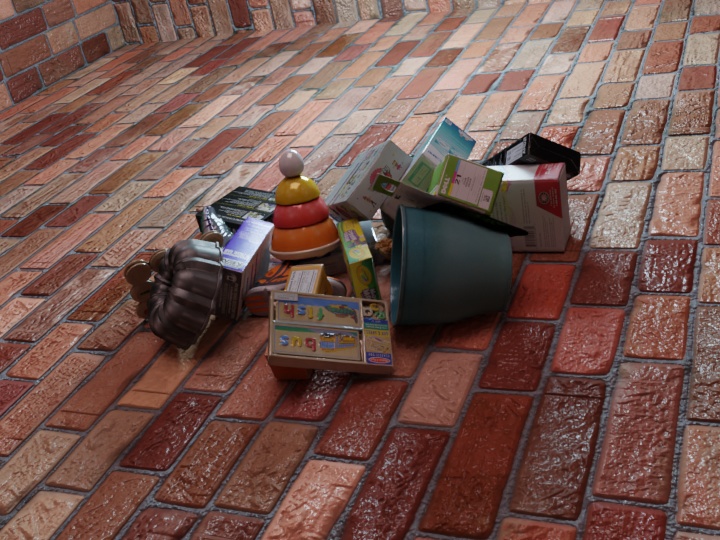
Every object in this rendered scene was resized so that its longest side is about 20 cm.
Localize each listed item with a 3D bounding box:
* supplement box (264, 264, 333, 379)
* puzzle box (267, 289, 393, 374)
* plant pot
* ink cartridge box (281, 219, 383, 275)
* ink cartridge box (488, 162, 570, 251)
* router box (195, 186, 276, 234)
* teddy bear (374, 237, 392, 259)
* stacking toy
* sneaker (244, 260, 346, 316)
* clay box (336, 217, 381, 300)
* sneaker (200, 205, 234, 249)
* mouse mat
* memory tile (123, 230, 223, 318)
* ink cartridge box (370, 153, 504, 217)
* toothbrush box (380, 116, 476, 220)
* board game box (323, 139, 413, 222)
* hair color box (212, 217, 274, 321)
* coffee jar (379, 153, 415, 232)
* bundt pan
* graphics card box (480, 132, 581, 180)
[{"bbox_3d":[-0.100,0.083,1.473,0.068,0.067,0.201,-2,45,19],"label":"supplement box"},{"bbox_3d":[-0.049,0.098,1.401,0.197,0.026,0.134,6,49,-12],"label":"puzzle box"},{"bbox_3d":[0.150,-0.005,1.463,0.185,0.203,0.201,2,28,-3],"label":"plant pot"},{"bbox_3d":[-0.065,-0.052,1.786,0.195,0.048,0.200,-15,26,-1],"label":"ink cartridge box"},{"bbox_3d":[0.283,-0.117,1.647,0.197,0.147,0.083,1,30,23],"label":"ink cartridge box"},{"bbox_3d":[-0.253,-0.126,1.987,0.198,0.052,0.149,13,39,40],"label":"router box"},{"bbox_3d":[0.125,-0.043,1.632,0.198,0.068,0.144,3,-6,39],"label":"teddy bear"},{"bbox_3d":[-0.118,-0.131,1.679,0.144,0.203,0.146,-8,15,2],"label":"stacking toy"},{"bbox_3d":[-0.112,0.022,1.630,0.197,0.078,0.112,-3,30,17],"label":"sneaker"},{"bbox_3d":[0.000,0.000,1.583,0.047,0.116,0.201,-14,27,-2],"label":"clay box"},{"bbox_3d":[-0.294,-0.066,1.879,0.086,0.075,0.201,-5,42,-9],"label":"sneaker"},{"bbox_3d":[0.184,-0.083,1.517,0.159,0.008,0.200,19,-6,-11],"label":"mouse mat"},{"bbox_3d":[-0.344,0.010,1.677,0.198,0.154,0.017,-23,49,-20],"label":"memory tile"},{"bbox_3d":[0.125,-0.149,1.485,0.198,0.077,0.148,19,-5,-2],"label":"ink cartridge box"},{"bbox_3d":[0.131,-0.183,1.680,0.085,0.147,0.201,36,35,-4],"label":"toothbrush box"},{"bbox_3d":[0.007,-0.167,1.718,0.148,0.064,0.200,-55,13,-9],"label":"board game box"},{"bbox_3d":[-0.226,-0.006,1.678,0.064,0.111,0.201,14,31,4],"label":"hair color box"},{"bbox_3d":[0.090,-0.168,1.866,0.084,0.105,0.201,-7,28,11],"label":"coffee jar"},{"bbox_3d":[-0.319,0.034,1.562,0.075,0.204,0.202,19,15,-27],"label":"bundt pan"},{"bbox_3d":[0.319,-0.193,1.715,0.124,0.052,0.200,18,-23,-22],"label":"graphics card box"}]
